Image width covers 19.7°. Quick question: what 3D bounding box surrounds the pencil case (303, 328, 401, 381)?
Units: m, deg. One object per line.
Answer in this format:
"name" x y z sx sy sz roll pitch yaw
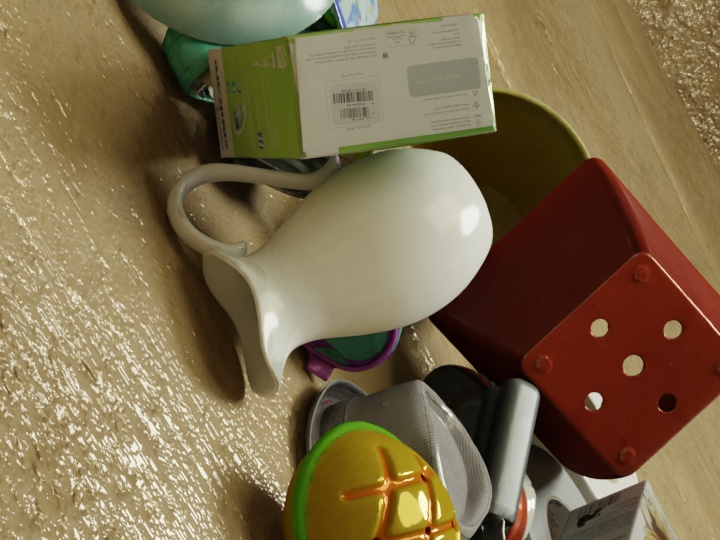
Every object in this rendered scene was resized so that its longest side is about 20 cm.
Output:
"pencil case" 0.000 0.000 1.628 0.085 0.093 0.200 35 26 -10

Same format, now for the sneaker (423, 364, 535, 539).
"sneaker" 0.076 0.140 1.672 0.082 0.077 0.200 13 28 -27

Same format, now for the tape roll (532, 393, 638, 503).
"tape roll" 0.189 0.163 1.946 0.203 0.071 0.203 51 23 -31

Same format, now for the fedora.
"fedora" 0.037 0.157 1.519 0.177 0.090 0.200 53 22 -28

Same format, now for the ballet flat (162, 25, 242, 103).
"ballet flat" -0.069 -0.136 1.612 0.199 0.067 0.071 18 42 -40

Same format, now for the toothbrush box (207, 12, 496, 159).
"toothbrush box" -0.010 -0.129 1.471 0.200 0.145 0.087 -168 -110 -69

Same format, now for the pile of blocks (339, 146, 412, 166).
"pile of blocks" 0.039 -0.089 1.744 0.200 0.062 0.082 41 48 14

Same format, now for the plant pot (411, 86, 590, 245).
"plant pot" 0.104 -0.047 1.860 0.142 0.199 0.201 99 -31 -75

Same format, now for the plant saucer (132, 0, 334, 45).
"plant saucer" -0.101 -0.265 1.577 0.039 0.200 0.202 121 -45 -59

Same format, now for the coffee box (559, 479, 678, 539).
"coffee box" 0.210 0.263 1.655 0.113 0.080 0.200 62 19 -8

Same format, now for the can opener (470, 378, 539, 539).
"can opener" 0.111 0.185 1.579 0.067 0.053 0.201 26 62 -24

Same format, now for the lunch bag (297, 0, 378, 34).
"lunch bag" -0.062 -0.266 1.750 0.200 0.127 0.170 49 22 -10

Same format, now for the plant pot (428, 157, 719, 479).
"plant pot" 0.201 0.057 1.694 0.200 0.200 0.176 47 3 -15

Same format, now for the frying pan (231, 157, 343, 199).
"frying pan" -0.028 -0.074 1.621 0.189 0.031 0.115 22 19 -21

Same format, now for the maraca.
"maraca" 0.019 0.194 1.393 0.137 0.107 0.200 -49 117 -37

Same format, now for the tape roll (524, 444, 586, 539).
"tape roll" 0.154 0.251 1.746 0.200 0.066 0.201 51 23 -32

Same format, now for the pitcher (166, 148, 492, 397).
"pitcher" -0.022 -0.027 1.467 0.172 0.199 0.121 59 -21 11
